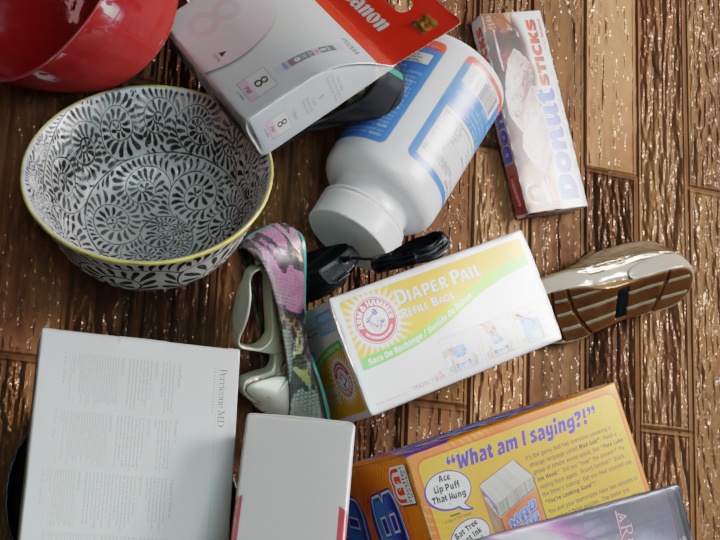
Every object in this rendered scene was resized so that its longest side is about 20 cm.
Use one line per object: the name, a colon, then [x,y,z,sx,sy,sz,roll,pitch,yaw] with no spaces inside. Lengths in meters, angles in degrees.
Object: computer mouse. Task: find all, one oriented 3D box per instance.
computer mouse: [0.000,0.000,1.110,0.058,0.199,0.034,-36,108,-39]

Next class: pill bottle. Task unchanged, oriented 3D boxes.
pill bottle: [0.037,-0.104,1.192,0.112,0.112,0.201,38,66,-10]

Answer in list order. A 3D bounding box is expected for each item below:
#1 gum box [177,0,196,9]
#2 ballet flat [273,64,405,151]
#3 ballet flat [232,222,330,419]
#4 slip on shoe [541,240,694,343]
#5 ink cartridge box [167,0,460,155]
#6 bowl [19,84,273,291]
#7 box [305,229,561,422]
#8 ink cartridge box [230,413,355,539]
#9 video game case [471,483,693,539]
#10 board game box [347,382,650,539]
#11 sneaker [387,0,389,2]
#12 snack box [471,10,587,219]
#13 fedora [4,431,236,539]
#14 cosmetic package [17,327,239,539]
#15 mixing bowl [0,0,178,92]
gum box: [-0.166,-0.318,1.181,0.113,0.066,0.201,-37,94,-27]
ballet flat: [-0.061,-0.145,1.134,0.197,0.073,0.074,-14,82,8]
ballet flat: [-0.072,0.063,1.108,0.070,0.069,0.203,-15,106,-31]
slip on shoe: [0.220,0.013,1.274,0.197,0.077,0.061,-15,43,-17]
ink cartridge box: [-0.044,-0.203,1.101,0.199,0.057,0.163,-37,51,-6]
bowl: [-0.170,-0.049,1.083,0.198,0.095,0.203,3,48,-3]
box: [0.054,0.052,1.162,0.198,0.112,0.103,-19,85,-24]
ink cartridge box: [-0.054,0.220,1.005,0.082,0.201,0.147,5,56,-1]
video game case: [0.172,0.251,0.995,0.197,0.019,0.145,-10,81,-24]
board game box: [0.110,0.227,1.094,0.198,0.200,0.202,-15,84,-25]
sneaker: [0.002,-0.266,1.244,0.078,0.070,0.200,47,71,-10]
snack box: [0.164,-0.153,1.305,0.071,0.024,0.203,-8,81,-26]
fedora: [-0.174,0.183,1.042,0.198,0.091,0.204,6,75,-22]
cosmetic package: [-0.169,0.152,0.974,0.149,0.052,0.203,7,71,-15]
mixing bowl: [-0.220,-0.222,1.086,0.108,0.198,0.203,29,64,-47]
